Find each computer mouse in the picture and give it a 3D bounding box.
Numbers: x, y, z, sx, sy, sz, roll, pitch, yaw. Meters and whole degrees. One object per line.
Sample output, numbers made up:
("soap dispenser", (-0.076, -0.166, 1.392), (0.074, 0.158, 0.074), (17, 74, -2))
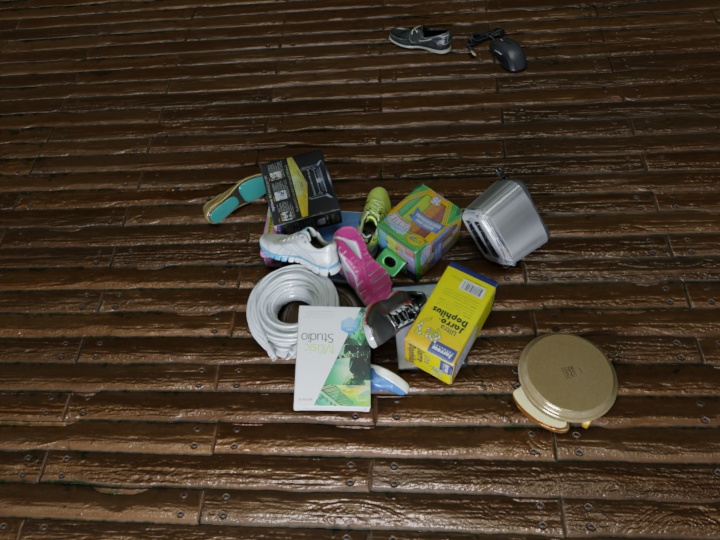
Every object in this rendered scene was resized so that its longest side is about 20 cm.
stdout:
("computer mouse", (0.398, -0.655, 1.586), (0.139, 0.046, 0.201), (-16, 58, -5))

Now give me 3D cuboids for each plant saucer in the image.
("plant saucer", (-0.086, 0.111, 1.177), (0.198, 0.032, 0.202), (-3, 57, 5))

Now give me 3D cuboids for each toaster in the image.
("toaster", (0.314, -0.108, 1.183), (0.129, 0.201, 0.114), (-38, 20, -11))

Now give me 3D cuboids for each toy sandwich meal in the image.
("toy sandwich meal", (0.393, 0.216, 1.041), (0.203, 0.071, 0.207), (-2, 54, 3))

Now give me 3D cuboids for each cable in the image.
("cable", (-0.140, 0.086, 1.140), (0.199, 0.069, 0.200), (-33, 60, -15))

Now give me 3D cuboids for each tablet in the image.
("tablet", (-0.046, -0.059, 1.281), (0.129, 0.014, 0.202), (3, 60, 1))

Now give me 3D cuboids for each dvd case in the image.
("dvd case", (0.144, 0.117, 1.154), (0.141, 0.018, 0.201), (-5, 58, 4))

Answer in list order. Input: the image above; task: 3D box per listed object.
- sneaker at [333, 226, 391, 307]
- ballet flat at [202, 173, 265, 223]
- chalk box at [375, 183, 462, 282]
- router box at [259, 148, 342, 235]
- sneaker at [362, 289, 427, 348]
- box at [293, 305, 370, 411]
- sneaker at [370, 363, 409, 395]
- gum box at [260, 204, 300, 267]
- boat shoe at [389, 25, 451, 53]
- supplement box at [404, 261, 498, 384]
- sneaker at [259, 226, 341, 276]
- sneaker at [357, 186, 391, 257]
("sneaker", (0.000, 0.000, 1.195), (0.081, 0.088, 0.201), (-27, 90, -18))
("ballet flat", (-0.317, -0.197, 1.373), (0.199, 0.069, 0.063), (-35, 47, -16))
("chalk box", (0.117, -0.072, 1.211), (0.124, 0.124, 0.200), (38, 69, 25))
("router box", (-0.142, -0.184, 1.272), (0.156, 0.052, 0.201), (-14, 58, -4))
("sneaker", (0.074, 0.083, 1.073), (0.081, 0.078, 0.200), (-14, 16, 33))
("box", (-0.052, 0.166, 1.034), (0.143, 0.036, 0.202), (1, 64, -4))
("sneaker", (-0.010, 0.234, 1.069), (0.199, 0.077, 0.112), (22, 74, 6))
("gum box", (-0.166, -0.098, 1.292), (0.112, 0.066, 0.201), (0, 58, 5))
("boat shoe", (0.181, -0.717, 1.638), (0.198, 0.068, 0.072), (17, 63, 18))
("supplement box", (0.182, 0.104, 1.083), (0.109, 0.109, 0.201), (26, 64, 20))
("sneaker", (-0.130, -0.061, 1.162), (0.198, 0.087, 0.075), (16, 37, 18))
("sneaker", (0.036, -0.122, 1.271), (0.075, 0.077, 0.201), (13, 58, -1))
